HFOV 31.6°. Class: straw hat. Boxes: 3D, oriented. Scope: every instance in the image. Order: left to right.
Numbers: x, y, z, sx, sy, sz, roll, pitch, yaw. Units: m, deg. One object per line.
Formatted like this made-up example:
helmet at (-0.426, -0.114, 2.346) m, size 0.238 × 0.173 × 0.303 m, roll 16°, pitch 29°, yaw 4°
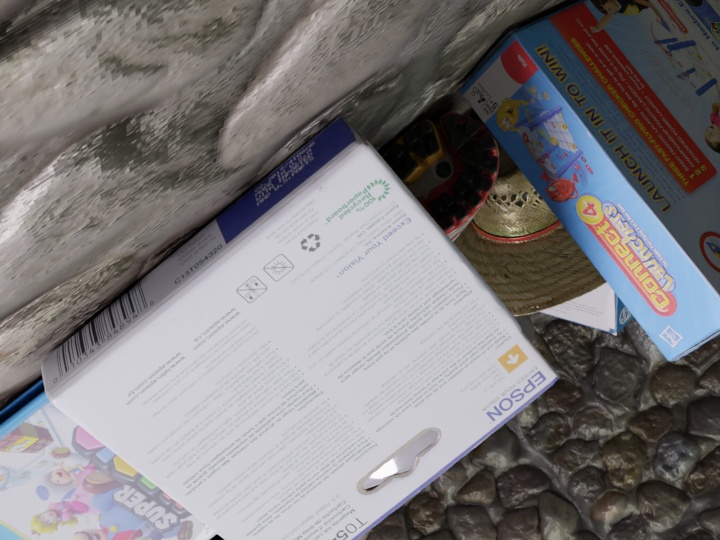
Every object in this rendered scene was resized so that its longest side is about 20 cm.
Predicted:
straw hat at (0.109, -0.066, 0.850) m, size 0.201 × 0.085 × 0.201 m, roll -17°, pitch -146°, yaw 12°

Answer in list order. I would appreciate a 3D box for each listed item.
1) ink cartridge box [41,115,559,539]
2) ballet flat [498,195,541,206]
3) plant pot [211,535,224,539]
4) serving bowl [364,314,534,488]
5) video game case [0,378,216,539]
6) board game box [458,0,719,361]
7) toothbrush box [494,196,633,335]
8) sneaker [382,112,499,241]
ink cartridge box at (-0.025, 0.051, 0.663) m, size 0.196 × 0.200 × 0.043 m, roll -39°, pitch -143°, yaw 5°
ballet flat at (0.113, -0.022, 0.939) m, size 0.067 × 0.070 × 0.200 m, roll -31°, pitch 175°, yaw -43°
plant pot at (-0.123, 0.164, 0.925) m, size 0.187 × 0.187 × 0.200 m, roll -40°, pitch -174°, yaw 14°
serving bowl at (0.018, 0.062, 0.881) m, size 0.200 × 0.066 × 0.200 m, roll -31°, pitch -163°, yaw 11°
video game case at (-0.117, 0.099, 0.690) m, size 0.200 × 0.143 × 0.018 m, roll -37°, pitch -145°, yaw 1°
board game box at (0.188, -0.076, 0.763) m, size 0.196 × 0.200 × 0.056 m, roll -30°, pitch 171°, yaw -42°
toothbrush box at (0.192, -0.045, 1.051) m, size 0.200 × 0.146 × 0.085 m, roll -35°, pitch 131°, yaw -43°
sneaker at (0.011, -0.011, 0.779) m, size 0.200 × 0.078 × 0.082 m, roll -39°, pitch 172°, yaw 12°
